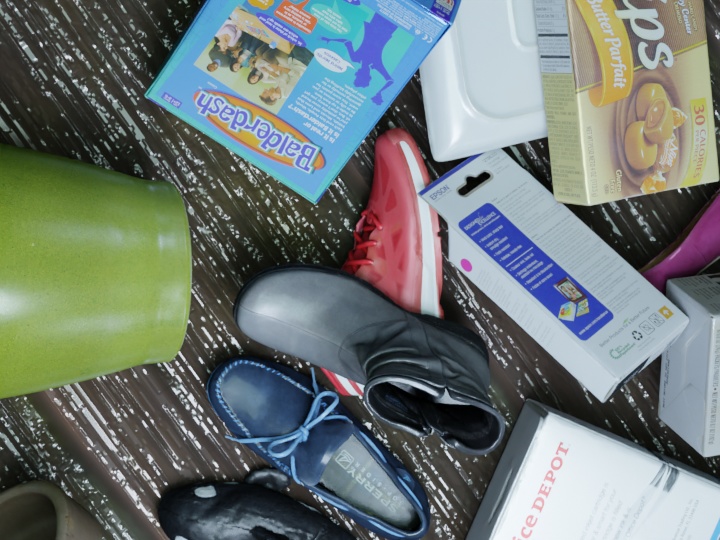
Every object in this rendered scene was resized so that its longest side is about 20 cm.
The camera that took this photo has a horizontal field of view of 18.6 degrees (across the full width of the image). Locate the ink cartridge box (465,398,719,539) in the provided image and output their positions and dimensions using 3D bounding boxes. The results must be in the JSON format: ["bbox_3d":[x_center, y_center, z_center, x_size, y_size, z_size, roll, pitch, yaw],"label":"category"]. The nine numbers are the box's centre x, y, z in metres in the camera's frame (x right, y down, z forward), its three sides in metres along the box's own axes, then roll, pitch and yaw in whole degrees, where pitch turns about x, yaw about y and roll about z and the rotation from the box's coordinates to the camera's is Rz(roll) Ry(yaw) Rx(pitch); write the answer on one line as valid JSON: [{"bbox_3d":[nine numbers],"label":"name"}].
[{"bbox_3d":[0.192,0.204,1.659,0.199,0.086,0.147,24,93,-7],"label":"ink cartridge box"}]

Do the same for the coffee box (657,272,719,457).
[{"bbox_3d":[0.329,0.060,1.629,0.198,0.080,0.114,-7,112,-18],"label":"coffee box"}]

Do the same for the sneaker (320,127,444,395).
[{"bbox_3d":[0.000,0.000,1.618,0.115,0.078,0.202,-8,96,-7],"label":"sneaker"}]

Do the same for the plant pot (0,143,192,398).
[{"bbox_3d":[-0.224,0.000,1.547,0.191,0.200,0.202,0,97,-18],"label":"plant pot"}]

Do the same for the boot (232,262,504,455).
[{"bbox_3d":[0.006,0.060,1.540,0.198,0.132,0.070,14,109,-5],"label":"boot"}]

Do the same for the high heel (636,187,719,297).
[{"bbox_3d":[0.223,-0.020,1.651,0.198,0.067,0.097,-14,93,-13],"label":"high heel"}]

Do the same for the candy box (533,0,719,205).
[{"bbox_3d":[0.191,-0.156,1.591,0.115,0.055,0.202,-11,99,-24],"label":"candy box"}]

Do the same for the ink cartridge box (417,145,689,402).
[{"bbox_3d":[0.135,-0.001,1.584,0.200,0.037,0.095,45,50,13],"label":"ink cartridge box"}]

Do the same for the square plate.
[{"bbox_3d":[0.130,-0.196,1.608,0.197,0.028,0.202,-13,100,-20],"label":"square plate"}]

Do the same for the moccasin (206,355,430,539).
[{"bbox_3d":[-0.023,0.128,1.632,0.199,0.068,0.081,33,86,-9],"label":"moccasin"}]

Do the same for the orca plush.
[{"bbox_3d":[-0.057,0.219,1.639,0.200,0.071,0.105,38,91,-9],"label":"orca plush"}]

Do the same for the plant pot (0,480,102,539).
[{"bbox_3d":[-0.218,0.280,1.582,0.174,0.200,0.200,41,91,-26],"label":"plant pot"}]

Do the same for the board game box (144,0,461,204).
[{"bbox_3d":[-0.043,-0.159,1.555,0.152,0.045,0.200,32,130,-9],"label":"board game box"}]
